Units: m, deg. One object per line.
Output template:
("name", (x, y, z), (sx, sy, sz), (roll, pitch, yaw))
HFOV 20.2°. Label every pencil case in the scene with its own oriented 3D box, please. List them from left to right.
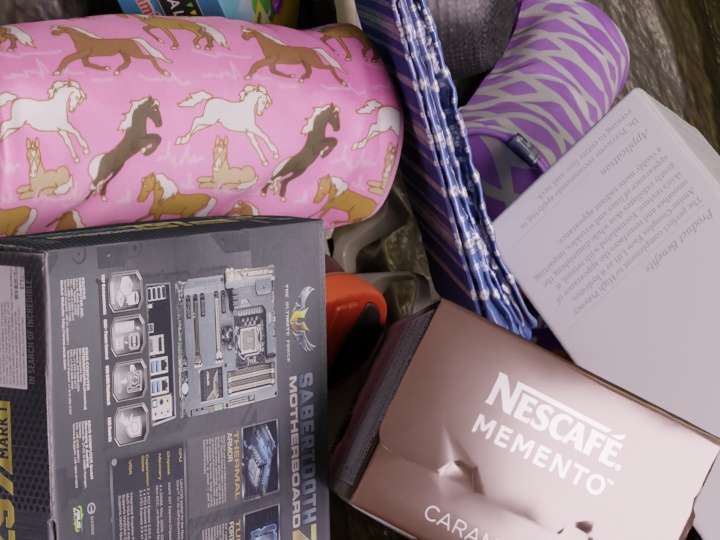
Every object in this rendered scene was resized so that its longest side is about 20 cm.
("pencil case", (-0.075, -0.053, 0.798), (0.199, 0.087, 0.083), (-7, 60, -37))
("pencil case", (0.088, -0.082, 1.105), (0.085, 0.084, 0.200), (35, 34, 0))

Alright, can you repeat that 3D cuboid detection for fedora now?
("fedora", (0.030, -0.159, 0.992), (0.201, 0.091, 0.202), (-1, 90, -82))

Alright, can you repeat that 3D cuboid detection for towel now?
("towel", (0.026, -0.072, 0.849), (0.145, 0.024, 0.201), (-129, -157, -78))

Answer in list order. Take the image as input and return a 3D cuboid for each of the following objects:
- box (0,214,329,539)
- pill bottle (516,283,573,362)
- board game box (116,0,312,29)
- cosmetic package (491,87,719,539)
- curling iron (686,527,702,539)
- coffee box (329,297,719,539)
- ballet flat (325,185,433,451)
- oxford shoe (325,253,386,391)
("box", (-0.072, 0.084, 0.711), (0.157, 0.051, 0.202), (-9, 100, -55))
("pill bottle", (0.106, 0.062, 0.991), (0.112, 0.111, 0.200), (51, 34, -18))
("board game box", (-0.070, -0.159, 0.890), (0.201, 0.047, 0.152), (66, 21, -46))
("cosmetic package", (0.151, 0.028, 0.873), (0.074, 0.102, 0.201), (20, 32, -56))
("curling iron", (0.164, 0.112, 0.976), (0.050, 0.025, 0.201), (-52, 152, -58))
("coffee box", (0.053, 0.075, 0.777), (0.114, 0.080, 0.200), (26, -6, -3))
("ballet flat", (0.000, 0.000, 0.928), (0.069, 0.069, 0.201), (15, 55, -50))
("oxford shoe", (-0.080, 0.024, 0.816), (0.199, 0.072, 0.072), (-6, 38, -49))
